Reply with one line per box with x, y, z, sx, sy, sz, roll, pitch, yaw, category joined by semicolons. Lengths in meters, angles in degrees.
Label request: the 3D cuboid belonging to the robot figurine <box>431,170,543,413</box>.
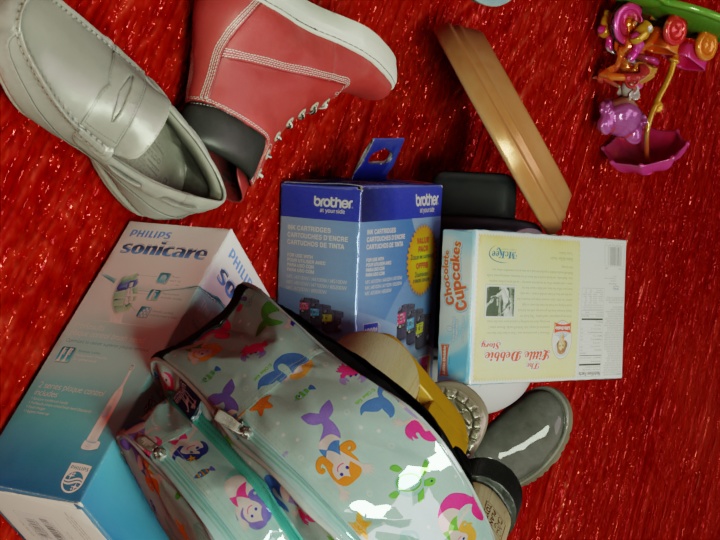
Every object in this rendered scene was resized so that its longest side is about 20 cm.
0.089;0.020;1.235;0.149;0.124;0.203;3;90;-45;robot figurine

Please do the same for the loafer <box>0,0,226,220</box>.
-0.142;-0.095;0.849;0.200;0.069;0.071;48;54;-53;loafer

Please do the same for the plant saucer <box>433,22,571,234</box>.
0.125;-0.124;1.244;0.201;0.037;0.200;58;9;-14;plant saucer

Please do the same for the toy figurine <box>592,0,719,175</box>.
0.313;-0.200;1.621;0.199;0.150;0.186;16;90;-39;toy figurine

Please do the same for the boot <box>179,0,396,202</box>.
-0.051;-0.110;1.016;0.199;0.072;0.146;15;82;-53;boot

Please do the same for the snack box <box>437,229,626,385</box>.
0.140;0.030;1.172;0.199;0.037;0.118;3;90;-45;snack box

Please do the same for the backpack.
-0.025;0.121;0.799;0.151;0.199;0.178;-44;135;-23;backpack

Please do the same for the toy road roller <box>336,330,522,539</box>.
0.008;0.159;1.012;0.201;0.145;0.123;53;24;-9;toy road roller

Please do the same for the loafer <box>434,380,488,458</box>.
0.014;0.152;1.109;0.076;0.200;0.068;50;12;2;loafer

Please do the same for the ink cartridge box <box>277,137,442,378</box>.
0.000;0.000;1.122;0.136;0.076;0.203;-8;101;-60;ink cartridge box

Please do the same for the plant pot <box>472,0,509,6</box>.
0.000;-0.272;0.943;0.200;0.194;0.203;-18;111;-60;plant pot

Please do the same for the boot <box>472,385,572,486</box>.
0.079;0.162;1.239;0.182;0.073;0.199;-48;151;13;boot

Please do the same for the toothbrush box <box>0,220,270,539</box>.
-0.124;0.092;0.901;0.201;0.084;0.147;-64;144;-31;toothbrush box
